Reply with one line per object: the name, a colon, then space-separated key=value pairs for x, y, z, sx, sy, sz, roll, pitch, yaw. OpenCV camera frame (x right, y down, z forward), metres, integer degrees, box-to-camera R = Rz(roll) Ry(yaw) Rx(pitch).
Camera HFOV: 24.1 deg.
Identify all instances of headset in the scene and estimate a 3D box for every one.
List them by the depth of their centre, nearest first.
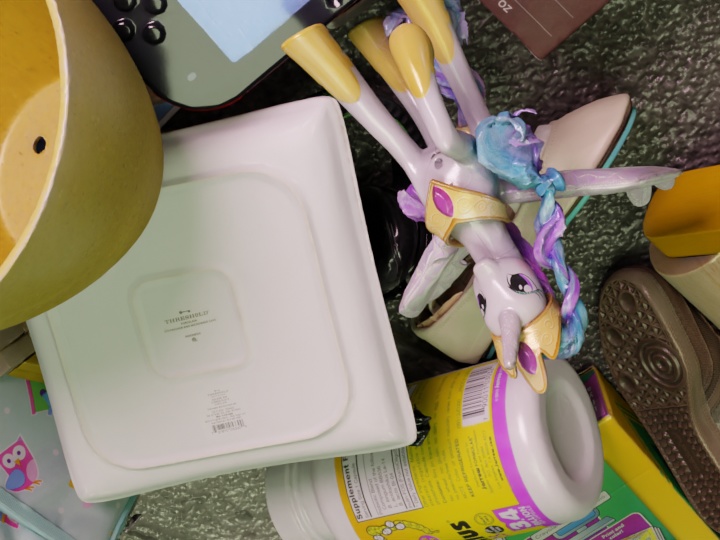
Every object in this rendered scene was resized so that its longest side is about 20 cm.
headset: x=0.000 y=0.000 z=0.947 sx=0.123 sy=0.094 sz=0.202 roll=-25 pitch=124 yaw=-36

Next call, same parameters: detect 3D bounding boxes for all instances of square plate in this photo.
square plate: x=-0.086 y=0.024 z=0.896 sx=0.198 sy=0.028 sz=0.200 roll=-11 pitch=107 yaw=9

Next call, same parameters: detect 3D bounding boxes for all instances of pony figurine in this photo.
pony figurine: x=0.057 y=-0.045 z=0.848 sx=0.166 sy=0.193 sz=0.201 roll=-30 pitch=91 yaw=20

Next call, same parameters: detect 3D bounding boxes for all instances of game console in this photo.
game console: x=-0.063 y=-0.191 z=0.798 sx=0.199 sy=0.031 sz=0.177 roll=-38 pitch=114 yaw=12

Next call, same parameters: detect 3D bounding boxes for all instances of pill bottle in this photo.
pill bottle: x=0.042 y=0.120 z=1.038 sx=0.199 sy=0.105 sz=0.104 roll=-17 pitch=127 yaw=29

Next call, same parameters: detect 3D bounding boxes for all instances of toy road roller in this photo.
toy road roller: x=0.276 y=-0.045 z=0.971 sx=0.123 sy=0.147 sz=0.199 roll=39 pitch=151 yaw=-28

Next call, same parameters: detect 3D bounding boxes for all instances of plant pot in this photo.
plant pot: x=-0.173 y=-0.056 z=0.793 sx=0.199 sy=0.201 sz=0.142 roll=-37 pitch=157 yaw=19

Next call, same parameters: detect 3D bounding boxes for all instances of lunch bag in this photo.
lunch bag: x=-0.216 y=0.102 z=0.974 sx=0.200 sy=0.161 sz=0.077 roll=38 pitch=142 yaw=-24

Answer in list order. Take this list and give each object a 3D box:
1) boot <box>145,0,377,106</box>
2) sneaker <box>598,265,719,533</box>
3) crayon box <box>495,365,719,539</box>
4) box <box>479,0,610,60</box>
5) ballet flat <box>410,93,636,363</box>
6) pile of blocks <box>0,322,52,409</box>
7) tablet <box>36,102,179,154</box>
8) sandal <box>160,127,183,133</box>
boot: x=-0.079 y=-0.206 z=0.844 sx=0.185 sy=0.064 sz=0.201 roll=-28 pitch=113 yaw=-7
sneaker: x=0.216 y=0.072 z=1.070 sx=0.075 sy=0.070 sz=0.201 roll=-39 pitch=113 yaw=-31
crayon box: x=0.125 y=0.181 z=1.133 sx=0.199 sy=0.058 sz=0.173 roll=-34 pitch=120 yaw=17
box: x=0.128 y=-0.213 z=0.849 sx=0.100 sy=0.075 sz=0.200 roll=38 pitch=112 yaw=-27
ballet flat: x=0.087 y=-0.029 z=0.982 sx=0.069 sy=0.070 sz=0.201 roll=18 pitch=122 yaw=-17
pile of blocks: x=-0.118 y=0.057 z=0.969 sx=0.198 sy=0.083 sz=0.062 roll=8 pitch=153 yaw=-33
tablet: x=-0.163 y=-0.106 z=0.892 sx=0.200 sy=0.014 sz=0.130 roll=-46 pitch=116 yaw=1
sandal: x=-0.147 y=-0.036 z=0.953 sx=0.198 sy=0.054 sz=0.081 roll=-10 pitch=102 yaw=-5
